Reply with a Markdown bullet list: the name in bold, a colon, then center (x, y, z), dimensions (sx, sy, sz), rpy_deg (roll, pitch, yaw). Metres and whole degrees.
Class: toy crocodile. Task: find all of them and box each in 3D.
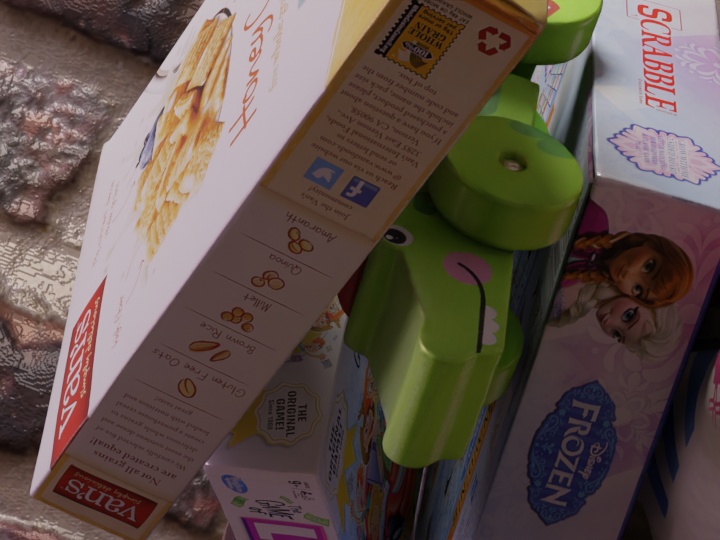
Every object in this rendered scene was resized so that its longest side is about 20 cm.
- **toy crocodile**: center (0.022, -0.029, 0.701), dimensions (0.201, 0.061, 0.068), rpy_deg (-80, 6, -48)

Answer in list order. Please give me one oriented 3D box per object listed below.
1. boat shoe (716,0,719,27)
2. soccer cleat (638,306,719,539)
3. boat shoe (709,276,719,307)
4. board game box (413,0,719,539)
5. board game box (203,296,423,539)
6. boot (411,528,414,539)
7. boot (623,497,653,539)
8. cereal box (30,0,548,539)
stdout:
- **boat shoe**: center (0.131, -0.105, 0.998), dimensions (0.057, 0.067, 0.200), rpy_deg (-28, 20, 29)
- **soccer cleat**: center (0.114, 0.051, 0.690), dimensions (0.200, 0.069, 0.087), rpy_deg (139, 135, -84)
- **boat shoe**: center (0.131, -0.040, 0.768), dimensions (0.200, 0.071, 0.065), rpy_deg (118, 170, -63)
- **board game box**: center (0.057, 0.018, 0.789), dimensions (0.200, 0.041, 0.201), rpy_deg (-82, 7, -60)
- **board game box**: center (0.000, 0.000, 0.823), dimensions (0.135, 0.034, 0.201), rpy_deg (72, -154, -59)
- **boot**: center (-0.003, 0.125, 1.009), dimensions (0.075, 0.096, 0.201), rpy_deg (-105, 11, -69)
- **boot**: center (0.091, 0.046, 0.949), dimensions (0.200, 0.066, 0.176), rpy_deg (-93, 19, -74)
- **cereal box**: center (-0.017, -0.044, 0.680), dimensions (0.200, 0.039, 0.144), rpy_deg (-51, 21, 37)
